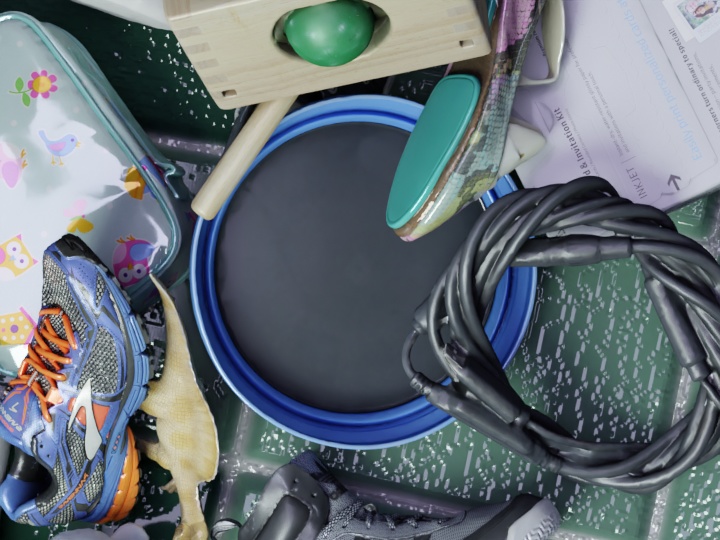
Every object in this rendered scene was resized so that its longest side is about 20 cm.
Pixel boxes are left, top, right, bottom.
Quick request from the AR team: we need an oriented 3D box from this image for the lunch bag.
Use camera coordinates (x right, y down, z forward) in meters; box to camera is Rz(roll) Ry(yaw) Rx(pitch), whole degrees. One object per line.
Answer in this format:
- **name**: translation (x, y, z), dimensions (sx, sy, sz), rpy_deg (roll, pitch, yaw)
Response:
- **lunch bag**: translation (-0.190, -0.044, 1.448), dimensions (0.160, 0.077, 0.201), rpy_deg (-37, 80, 5)

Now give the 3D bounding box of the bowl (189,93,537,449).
- **bowl**: translation (0.000, 0.000, 1.392), dimensions (0.199, 0.039, 0.203), rpy_deg (-1, 95, -9)

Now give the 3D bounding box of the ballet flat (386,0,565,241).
- **ballet flat**: translation (0.076, -0.106, 1.348), dimensions (0.071, 0.069, 0.202), rpy_deg (17, 88, -26)

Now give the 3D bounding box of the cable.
- **cable**: translation (0.133, 0.040, 1.363), dimensions (0.199, 0.051, 0.164), rpy_deg (30, 102, -10)

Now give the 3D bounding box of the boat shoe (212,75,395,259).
- **boat shoe**: translation (-0.032, -0.094, 1.427), dimensions (0.075, 0.060, 0.202), rpy_deg (20, 90, 12)

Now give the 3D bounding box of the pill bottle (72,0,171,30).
- **pill bottle**: translation (-0.124, -0.252, 1.431), dimensions (0.111, 0.112, 0.202), rpy_deg (18, 90, 12)

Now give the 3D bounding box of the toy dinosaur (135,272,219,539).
- **toy dinosaur**: translation (-0.106, 0.074, 1.403), dimensions (0.058, 0.101, 0.202), rpy_deg (-15, 116, -25)

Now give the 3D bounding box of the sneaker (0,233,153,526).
- **sneaker**: translation (-0.166, 0.071, 1.365), dimensions (0.075, 0.078, 0.201), rpy_deg (41, 138, 43)

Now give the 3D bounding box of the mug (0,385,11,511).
- **mug**: translation (-0.282, 0.145, 1.441), dimensions (0.148, 0.186, 0.155), rpy_deg (-2, 95, -22)

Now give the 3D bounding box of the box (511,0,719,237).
- **box**: translation (0.170, -0.116, 1.379), dimensions (0.199, 0.041, 0.157), rpy_deg (-27, 81, 8)

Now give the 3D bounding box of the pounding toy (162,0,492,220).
- **pounding toy**: translation (-0.028, -0.161, 1.314), dimensions (0.182, 0.142, 0.202), rpy_deg (-11, 64, 10)

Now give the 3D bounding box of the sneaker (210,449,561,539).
- **sneaker**: translation (0.008, 0.147, 1.393), dimensions (0.199, 0.075, 0.115), rpy_deg (-26, 84, 11)

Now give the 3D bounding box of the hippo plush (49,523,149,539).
- **hippo plush**: translation (-0.162, 0.233, 1.358), dimensions (0.200, 0.159, 0.162), rpy_deg (-37, 78, 44)
